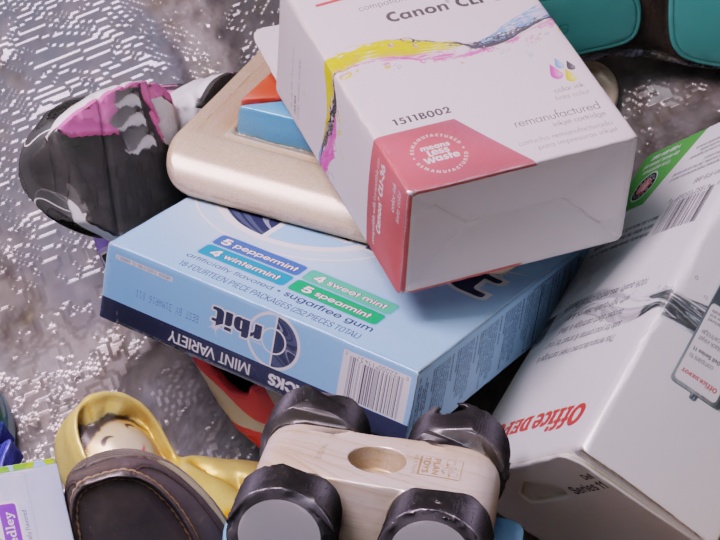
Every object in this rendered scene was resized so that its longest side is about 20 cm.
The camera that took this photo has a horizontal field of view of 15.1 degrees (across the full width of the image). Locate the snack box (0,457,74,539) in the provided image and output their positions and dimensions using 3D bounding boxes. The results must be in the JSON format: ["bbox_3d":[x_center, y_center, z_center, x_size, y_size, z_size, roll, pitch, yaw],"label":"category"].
[{"bbox_3d":[-0.157,0.200,1.201,0.053,0.142,0.200,-7,72,-26],"label":"snack box"}]

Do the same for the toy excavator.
[{"bbox_3d":[0.032,0.168,1.197,0.194,0.200,0.100,8,26,5],"label":"toy excavator"}]

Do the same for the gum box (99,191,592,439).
[{"bbox_3d":[0.000,0.000,1.316,0.170,0.045,0.200,22,29,23],"label":"gum box"}]

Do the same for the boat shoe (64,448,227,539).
[{"bbox_3d":[-0.075,0.172,1.198,0.074,0.200,0.073,-22,19,5],"label":"boat shoe"}]

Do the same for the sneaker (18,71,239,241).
[{"bbox_3d":[-0.125,-0.054,1.356,0.086,0.200,0.081,-4,94,22],"label":"sneaker"}]

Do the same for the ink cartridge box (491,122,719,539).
[{"bbox_3d":[0.147,0.033,1.265,0.083,0.147,0.200,36,71,-11],"label":"ink cartridge box"}]

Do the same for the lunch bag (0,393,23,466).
[{"bbox_3d":[-0.255,0.130,1.347,0.160,0.082,0.200,1,63,10],"label":"lunch bag"}]

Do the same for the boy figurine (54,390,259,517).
[{"bbox_3d":[-0.067,0.127,1.309,0.200,0.064,0.124,38,51,26],"label":"boy figurine"}]

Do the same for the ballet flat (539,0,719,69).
[{"bbox_3d":[0.149,-0.143,1.406,0.200,0.072,0.072,-2,60,-8],"label":"ballet flat"}]

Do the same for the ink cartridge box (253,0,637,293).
[{"bbox_3d":[0.033,-0.088,1.282,0.116,0.068,0.200,-14,45,-18],"label":"ink cartridge box"}]

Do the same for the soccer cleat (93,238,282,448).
[{"bbox_3d":[-0.078,0.012,1.368,0.067,0.077,0.200,-34,56,-7],"label":"soccer cleat"}]

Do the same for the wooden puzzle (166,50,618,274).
[{"bbox_3d":[0.021,-0.079,1.364,0.185,0.037,0.200,15,33,13],"label":"wooden puzzle"}]
